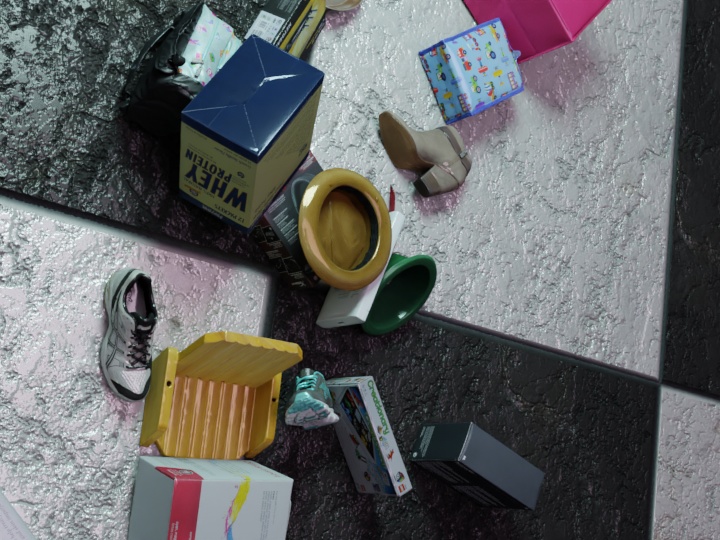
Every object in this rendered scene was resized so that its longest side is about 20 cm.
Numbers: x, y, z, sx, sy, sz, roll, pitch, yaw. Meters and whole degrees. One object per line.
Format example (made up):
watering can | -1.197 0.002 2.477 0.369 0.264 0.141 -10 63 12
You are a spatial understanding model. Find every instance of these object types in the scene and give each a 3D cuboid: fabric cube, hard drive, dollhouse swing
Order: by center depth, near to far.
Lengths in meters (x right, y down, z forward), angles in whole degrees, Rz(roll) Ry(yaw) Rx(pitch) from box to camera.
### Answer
dollhouse swing | -0.200 0.197 1.564 0.198 0.175 0.184 14 75 -33
hard drive | 0.000 0.000 1.757 0.027 0.131 0.202 32 67 -25
fabric cube | 0.349 -0.555 2.039 0.196 0.199 0.200 -45 109 -32

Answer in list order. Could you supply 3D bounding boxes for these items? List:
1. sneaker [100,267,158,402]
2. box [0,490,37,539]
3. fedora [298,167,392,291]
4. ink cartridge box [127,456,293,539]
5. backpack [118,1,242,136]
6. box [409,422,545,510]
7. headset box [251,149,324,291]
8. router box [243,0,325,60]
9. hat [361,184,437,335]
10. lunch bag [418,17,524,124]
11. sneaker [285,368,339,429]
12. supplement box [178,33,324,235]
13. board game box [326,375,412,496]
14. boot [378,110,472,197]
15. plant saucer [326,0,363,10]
sneaker | -0.340 0.096 1.533 0.075 0.087 0.203 -4 87 -37
box | -0.524 0.400 1.335 0.200 0.130 0.200 -39 106 -32
fedora | -0.038 -0.063 1.678 0.199 0.081 0.203 9 74 -34
ink cartridge box | -0.223 0.364 1.532 0.198 0.145 0.147 8 89 -33
backpack | -0.270 -0.315 1.612 0.126 0.166 0.202 42 51 -30
box | 0.210 0.353 1.850 0.199 0.141 0.079 36 65 -26
headset box | -0.106 -0.092 1.730 0.149 0.077 0.201 -43 109 -31
router box | -0.122 -0.399 1.714 0.052 0.158 0.201 23 66 9
hat | 0.026 -0.009 1.838 0.199 0.176 0.167 -26 142 -31
lunch bag | 0.235 -0.393 1.988 0.199 0.094 0.152 -27 99 -28
sneaker | -0.086 0.201 1.661 0.077 0.200 0.092 -13 76 1
supplement box | -0.170 -0.207 1.582 0.133 0.201 0.201 29 57 8
board game box | 0.007 0.277 1.727 0.034 0.126 0.202 -23 97 -34
boot | 0.127 -0.234 1.926 0.146 0.070 0.201 -40 107 -39
plant saucer | -0.067 -0.554 1.838 0.199 0.034 0.203 13 70 -37
